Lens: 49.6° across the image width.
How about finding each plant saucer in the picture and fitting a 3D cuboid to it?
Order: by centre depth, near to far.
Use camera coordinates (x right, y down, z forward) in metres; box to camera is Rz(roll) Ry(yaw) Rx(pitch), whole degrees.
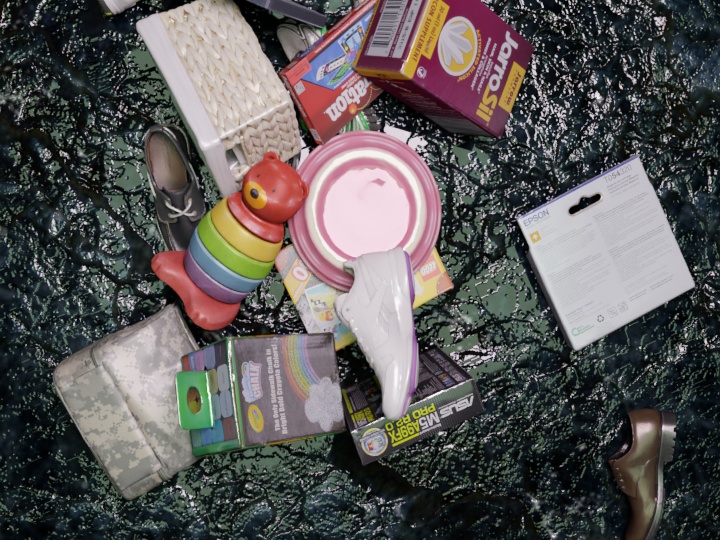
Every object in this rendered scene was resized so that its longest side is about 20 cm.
[{"bbox_3d":[0.006,-0.072,0.966,0.195,0.051,0.206,0,92,-3],"label":"plant saucer"}]

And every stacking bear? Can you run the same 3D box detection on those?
[{"bbox_3d":[-0.142,-0.046,0.943,0.122,0.113,0.201,46,111,17],"label":"stacking bear"}]

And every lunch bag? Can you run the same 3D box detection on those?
[{"bbox_3d":[-0.261,0.161,0.986,0.165,0.139,0.203,-29,96,-3],"label":"lunch bag"}]

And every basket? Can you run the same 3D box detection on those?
[{"bbox_3d":[-0.167,-0.218,0.951,0.122,0.136,0.202,-28,71,-8],"label":"basket"}]

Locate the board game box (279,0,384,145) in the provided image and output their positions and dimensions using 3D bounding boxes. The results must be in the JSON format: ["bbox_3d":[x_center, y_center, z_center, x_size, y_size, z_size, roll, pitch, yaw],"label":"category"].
[{"bbox_3d":[-0.004,-0.260,0.966,0.200,0.019,0.104,-45,128,-18],"label":"board game box"}]

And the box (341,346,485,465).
[{"bbox_3d":[0.056,0.164,0.985,0.157,0.200,0.045,-23,97,-4],"label":"box"}]

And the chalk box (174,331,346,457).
[{"bbox_3d":[-0.134,0.148,0.927,0.197,0.123,0.128,1,75,-39],"label":"chalk box"}]

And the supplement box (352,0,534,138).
[{"bbox_3d":[0.106,-0.266,0.973,0.198,0.102,0.134,20,91,-41],"label":"supplement box"}]

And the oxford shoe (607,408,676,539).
[{"bbox_3d":[0.386,0.294,1.096,0.082,0.073,0.206,7,90,10],"label":"oxford shoe"}]

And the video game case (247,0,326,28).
[{"bbox_3d":[-0.153,-0.343,0.935,0.197,0.142,0.019,28,107,19],"label":"video game case"}]

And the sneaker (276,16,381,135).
[{"bbox_3d":[-0.051,-0.234,1.004,0.084,0.078,0.203,-33,96,-28],"label":"sneaker"}]

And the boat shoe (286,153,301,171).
[{"bbox_3d":[-0.132,-0.085,1.027,0.066,0.057,0.204,22,91,-6],"label":"boat shoe"}]

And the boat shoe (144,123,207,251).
[{"bbox_3d":[-0.239,-0.088,1.012,0.070,0.068,0.205,-12,99,-5],"label":"boat shoe"}]

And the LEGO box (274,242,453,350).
[{"bbox_3d":[0.000,0.000,1.033,0.197,0.077,0.151,-28,95,-3],"label":"LEGO box"}]

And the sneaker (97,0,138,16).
[{"bbox_3d":[-0.328,-0.433,0.990,0.075,0.075,0.204,-21,105,-11],"label":"sneaker"}]

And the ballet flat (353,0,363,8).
[{"bbox_3d":[0.021,-0.365,1.019,0.068,0.071,0.204,-20,95,1],"label":"ballet flat"}]

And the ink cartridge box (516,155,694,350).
[{"bbox_3d":[0.336,-0.024,1.082,0.193,0.043,0.204,-26,93,-2],"label":"ink cartridge box"}]

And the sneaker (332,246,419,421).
[{"bbox_3d":[0.018,0.074,0.899,0.097,0.075,0.205,-4,66,3],"label":"sneaker"}]
